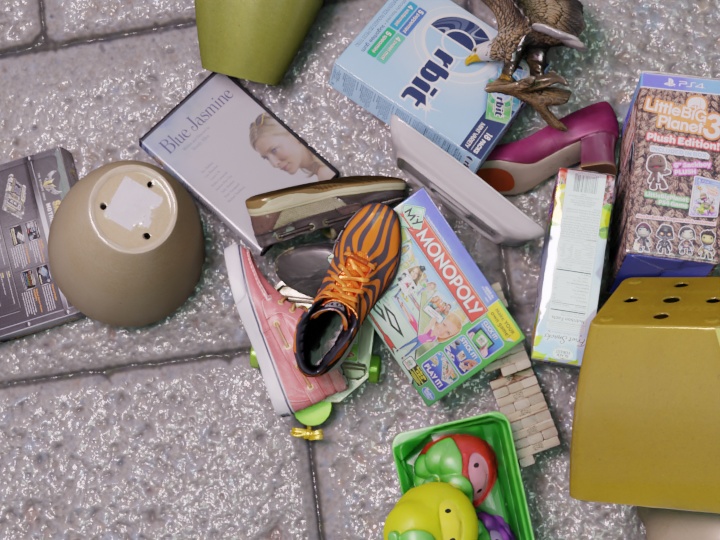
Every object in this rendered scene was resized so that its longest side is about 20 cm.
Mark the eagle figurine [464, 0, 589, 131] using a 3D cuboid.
[{"bbox_3d":[0.172,-0.273,1.309,0.148,0.152,0.203,-2,65,9],"label":"eagle figurine"}]

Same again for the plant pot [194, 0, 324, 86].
[{"bbox_3d":[-0.118,-0.323,1.373,0.184,0.187,0.203,14,100,7],"label":"plant pot"}]

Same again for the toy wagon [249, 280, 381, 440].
[{"bbox_3d":[-0.051,0.095,1.387,0.152,0.040,0.204,6,86,7],"label":"toy wagon"}]

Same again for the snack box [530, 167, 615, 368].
[{"bbox_3d":[0.229,0.003,1.300,0.066,0.169,0.204,7,85,8],"label":"snack box"}]

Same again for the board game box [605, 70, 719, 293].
[{"bbox_3d":[0.331,-0.086,1.285,0.095,0.160,0.203,7,74,6],"label":"board game box"}]

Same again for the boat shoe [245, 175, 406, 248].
[{"bbox_3d":[-0.037,-0.069,1.364,0.197,0.073,0.066,-10,102,-22],"label":"boat shoe"}]

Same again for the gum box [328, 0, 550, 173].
[{"bbox_3d":[0.091,-0.224,1.360,0.199,0.045,0.171,35,61,7],"label":"gum box"}]

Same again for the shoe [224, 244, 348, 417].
[{"bbox_3d":[-0.082,0.056,1.341,0.090,0.071,0.203,-20,89,2],"label":"shoe"}]

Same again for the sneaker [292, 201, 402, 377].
[{"bbox_3d":[-0.010,0.023,1.246,0.077,0.112,0.203,22,91,2],"label":"sneaker"}]

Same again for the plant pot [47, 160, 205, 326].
[{"bbox_3d":[-0.255,-0.046,1.313,0.184,0.200,0.191,2,79,-12],"label":"plant pot"}]

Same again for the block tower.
[{"bbox_3d":[0.170,0.117,1.355,0.057,0.054,0.203,-20,84,4],"label":"block tower"}]

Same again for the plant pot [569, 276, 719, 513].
[{"bbox_3d":[0.323,0.111,1.202,0.197,0.200,0.179,0,109,30],"label":"plant pot"}]

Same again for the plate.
[{"bbox_3d":[0.106,-0.086,1.298,0.199,0.200,0.032,38,89,2],"label":"plate"}]

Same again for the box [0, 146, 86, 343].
[{"bbox_3d":[-0.402,-0.029,1.428,0.156,0.048,0.203,-17,84,3],"label":"box"}]

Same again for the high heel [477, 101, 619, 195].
[{"bbox_3d":[0.200,-0.145,1.384,0.196,0.068,0.097,-1,57,9],"label":"high heel"}]

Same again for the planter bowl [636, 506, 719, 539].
[{"bbox_3d":[0.380,0.265,1.266,0.200,0.200,0.135,-46,56,0],"label":"planter bowl"}]

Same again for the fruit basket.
[{"bbox_3d":[0.105,0.265,1.277,0.153,0.216,0.219,-13,84,5],"label":"fruit basket"}]

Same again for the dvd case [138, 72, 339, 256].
[{"bbox_3d":[-0.141,-0.131,1.399,0.199,0.018,0.143,41,68,7],"label":"dvd case"}]

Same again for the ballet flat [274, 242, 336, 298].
[{"bbox_3d":[0.000,0.000,1.362,0.196,0.057,0.068,1,102,3],"label":"ballet flat"}]

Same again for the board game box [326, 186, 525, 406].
[{"bbox_3d":[0.072,0.029,1.316,0.134,0.029,0.201,-35,92,6],"label":"board game box"}]
